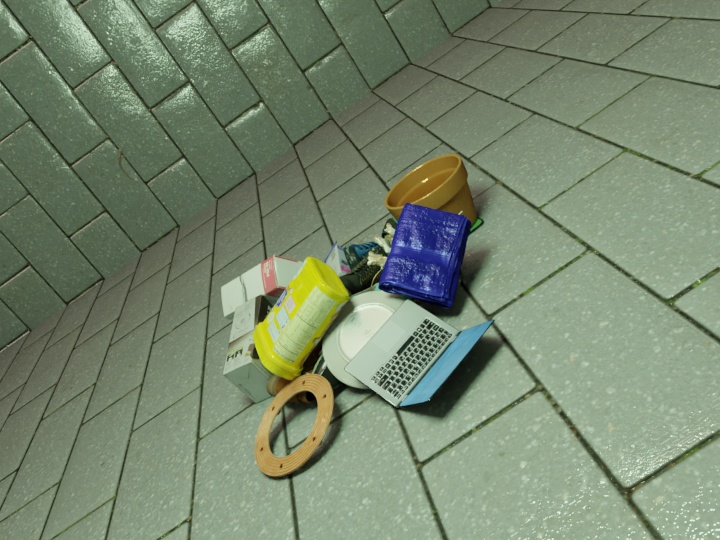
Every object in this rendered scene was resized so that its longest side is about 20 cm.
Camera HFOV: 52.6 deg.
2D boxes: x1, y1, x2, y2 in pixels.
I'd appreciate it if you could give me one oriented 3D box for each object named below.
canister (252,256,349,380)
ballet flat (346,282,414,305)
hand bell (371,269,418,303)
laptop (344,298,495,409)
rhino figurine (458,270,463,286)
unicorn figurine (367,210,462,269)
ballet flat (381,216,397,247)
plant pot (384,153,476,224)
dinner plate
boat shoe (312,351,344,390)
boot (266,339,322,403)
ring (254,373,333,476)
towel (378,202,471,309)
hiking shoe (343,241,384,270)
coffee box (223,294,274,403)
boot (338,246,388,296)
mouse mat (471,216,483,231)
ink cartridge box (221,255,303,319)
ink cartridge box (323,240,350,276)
[{"bbox_3d":[-0.116,0.090,1.422,0.201,0.086,0.149,-54,32,13],"label":"canister"},{"bbox_3d":[0.033,0.065,1.461,0.198,0.075,0.068,-20,64,6],"label":"ballet flat"},{"bbox_3d":[0.076,0.015,1.585,0.103,0.105,0.200,-31,11,9],"label":"hand bell"},{"bbox_3d":[0.096,0.129,1.250,0.199,0.116,0.187,32,63,28],"label":"laptop"},{"bbox_3d":[0.162,0.008,1.480,0.087,0.060,0.200,-26,22,7],"label":"rhino figurine"},{"bbox_3d":[0.104,-0.051,1.482,0.136,0.074,0.201,22,58,19],"label":"unicorn figurine"},{"bbox_3d":[0.099,-0.058,1.680,0.069,0.068,0.200,-50,28,8],"label":"ballet flat"},{"bbox_3d":[0.174,-0.149,1.653,0.199,0.141,0.201,-31,22,14],"label":"plant pot"},{"bbox_3d":[0.019,0.123,1.369,0.198,0.024,0.202,-9,56,14],"label":"dinner plate"},{"bbox_3d":[-0.011,0.163,1.404,0.201,0.074,0.063,-38,14,-18],"label":"boat shoe"},{"bbox_3d":[-0.098,0.183,1.481,0.155,0.077,0.200,-4,40,54],"label":"boot"},{"bbox_3d":[-0.119,0.283,1.333,0.200,0.019,0.202,-33,35,27],"label":"ring"},{"bbox_3d":[0.128,-0.035,1.400,0.146,0.050,0.202,15,61,6],"label":"towel"},{"bbox_3d":[0.017,-0.041,1.707,0.086,0.075,0.200,-22,3,14],"label":"hiking shoe"},{"bbox_3d":[-0.223,0.168,1.593,0.079,0.113,0.201,-25,37,21],"label":"coffee box"},{"bbox_3d":[0.000,0.000,1.554,0.139,0.077,0.200,-56,-11,1],"label":"boot"},{"bbox_3d":[0.178,-0.071,1.685,0.199,0.008,0.161,-38,22,-3],"label":"mouse mat"},{"bbox_3d":[-0.213,0.050,1.719,0.199,0.146,0.084,-27,64,35],"label":"ink cartridge box"},{"bbox_3d":[-0.066,0.018,1.752,0.120,0.042,0.200,-61,18,19],"label":"ink cartridge box"}]
